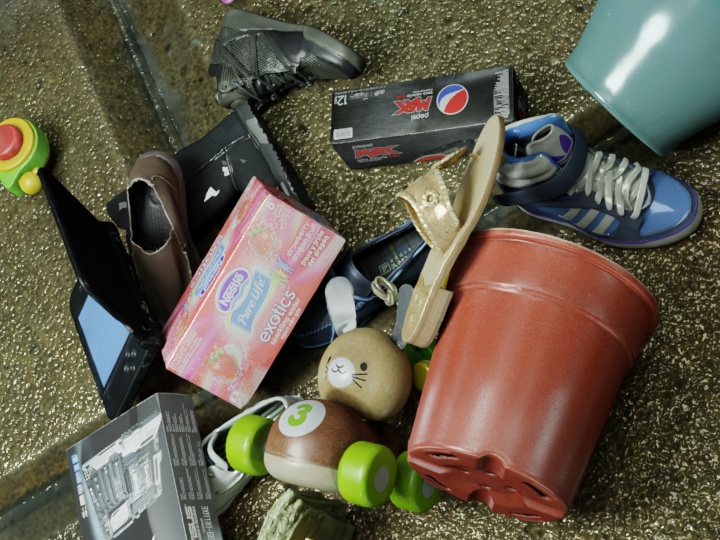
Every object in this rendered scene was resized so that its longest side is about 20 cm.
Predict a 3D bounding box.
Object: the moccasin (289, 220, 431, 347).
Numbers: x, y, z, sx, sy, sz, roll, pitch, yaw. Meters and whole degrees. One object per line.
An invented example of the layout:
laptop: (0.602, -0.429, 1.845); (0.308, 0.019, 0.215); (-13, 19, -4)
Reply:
moccasin: (0.000, 0.000, 1.321); (0.199, 0.068, 0.081); (-38, 62, 5)

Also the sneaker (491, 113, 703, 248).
sneaker: (0.215, -0.088, 1.224); (0.198, 0.146, 0.081); (13, 76, 25)

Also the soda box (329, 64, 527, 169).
soda box: (0.071, -0.156, 1.349); (0.197, 0.071, 0.064); (-5, 68, 19)

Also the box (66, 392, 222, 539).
box: (-0.212, 0.244, 1.288); (0.157, 0.049, 0.202); (-31, 64, 35)

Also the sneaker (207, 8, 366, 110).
sneaker: (-0.088, -0.216, 1.434); (0.198, 0.076, 0.115); (17, 80, 29)

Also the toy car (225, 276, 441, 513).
toy car: (-0.008, 0.106, 1.209); (0.163, 0.157, 0.203); (8, 83, 36)

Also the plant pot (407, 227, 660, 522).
plant pot: (0.139, 0.100, 1.138); (0.199, 0.201, 0.197); (12, 66, 25)

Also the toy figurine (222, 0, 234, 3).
toy figurine: (-0.179, -0.382, 1.513); (0.183, 0.150, 0.202); (33, 107, 19)

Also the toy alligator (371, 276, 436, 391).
toy alligator: (0.069, 0.095, 1.262); (0.200, 0.059, 0.054); (49, 136, 18)

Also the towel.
towel: (-0.073, 0.300, 1.198); (0.036, 0.148, 0.202); (17, 81, 28)

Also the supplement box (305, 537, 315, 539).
supplement box: (0.030, 0.366, 1.138); (0.198, 0.133, 0.199); (13, 76, 24)

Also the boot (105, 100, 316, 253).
boot: (-0.162, -0.064, 1.410); (0.199, 0.066, 0.166); (-34, 66, 8)

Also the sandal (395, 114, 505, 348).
sandal: (0.060, -0.044, 1.126); (0.069, 0.078, 0.214); (18, 92, -13)

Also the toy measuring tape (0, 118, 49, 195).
toy measuring tape: (-0.422, -0.167, 1.542); (0.073, 0.074, 0.200); (-40, 62, 3)

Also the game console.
game console: (-0.289, 0.026, 1.341); (0.177, 0.115, 0.201); (-60, 40, 27)

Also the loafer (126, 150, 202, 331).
loafer: (-0.215, -0.020, 1.368); (0.072, 0.071, 0.203); (-6, 106, 19)

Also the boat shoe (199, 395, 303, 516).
boat shoe: (-0.140, 0.187, 1.307); (0.200, 0.067, 0.074); (-41, 61, 5)

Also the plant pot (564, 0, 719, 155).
plant pot: (0.302, -0.219, 1.224); (0.188, 0.199, 0.200); (-49, 61, 16)

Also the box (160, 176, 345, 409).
box: (-0.112, 0.021, 1.303); (0.201, 0.094, 0.103); (-58, 19, 6)

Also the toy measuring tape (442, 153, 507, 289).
toy measuring tape: (0.114, -0.030, 1.257); (0.073, 0.073, 0.202); (41, 124, 29)
